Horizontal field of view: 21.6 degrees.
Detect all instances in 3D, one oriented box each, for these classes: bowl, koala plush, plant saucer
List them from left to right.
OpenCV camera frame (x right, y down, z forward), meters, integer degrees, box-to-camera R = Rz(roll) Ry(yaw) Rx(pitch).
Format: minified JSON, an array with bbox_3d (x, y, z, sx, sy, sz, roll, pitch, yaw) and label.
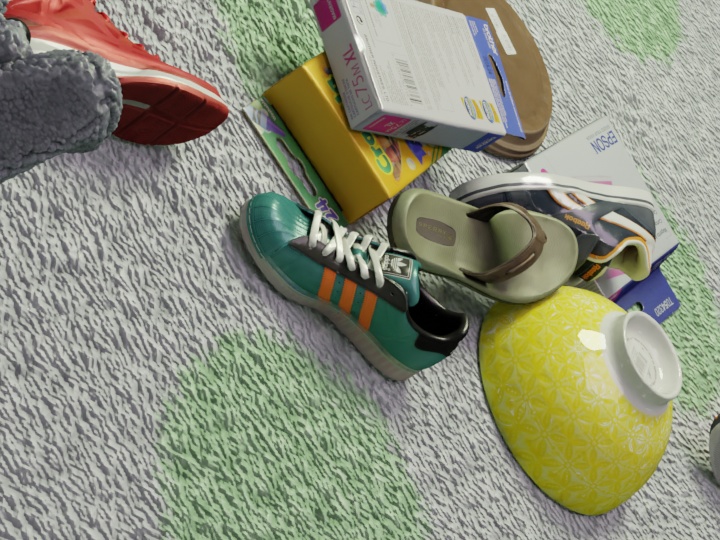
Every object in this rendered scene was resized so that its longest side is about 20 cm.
[{"bbox_3d":[-0.256,-0.111,1.106,0.178,0.183,0.200,57,-7,-8],"label":"koala plush"},{"bbox_3d":[0.114,-0.197,1.749,0.199,0.029,0.201,32,42,-34],"label":"plant saucer"},{"bbox_3d":[0.202,0.091,1.576,0.199,0.107,0.202,31,44,-35],"label":"bowl"}]

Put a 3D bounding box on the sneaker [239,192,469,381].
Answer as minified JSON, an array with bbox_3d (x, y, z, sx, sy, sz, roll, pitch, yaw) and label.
[{"bbox_3d":[0.000,0.000,1.408,0.200,0.080,0.072,40,39,-26],"label":"sneaker"}]

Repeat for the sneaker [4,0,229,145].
[{"bbox_3d":[-0.177,-0.164,1.311,0.199,0.078,0.117,16,54,-47],"label":"sneaker"}]

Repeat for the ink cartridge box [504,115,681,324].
[{"bbox_3d":[0.230,-0.032,1.763,0.201,0.043,0.196,58,34,0],"label":"ink cartridge box"}]

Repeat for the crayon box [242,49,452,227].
[{"bbox_3d":[0.001,-0.121,1.528,0.126,0.051,0.200,56,35,-5],"label":"crayon box"}]

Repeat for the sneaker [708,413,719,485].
[{"bbox_3d":[0.383,0.164,1.794,0.200,0.077,0.113,45,31,-39],"label":"sneaker"}]

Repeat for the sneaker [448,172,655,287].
[{"bbox_3d":[0.171,-0.034,1.625,0.198,0.078,0.080,4,68,-24],"label":"sneaker"}]

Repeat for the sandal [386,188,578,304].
[{"bbox_3d":[0.107,-0.021,1.511,0.200,0.057,0.081,9,72,-42],"label":"sandal"}]

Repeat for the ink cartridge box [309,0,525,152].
[{"bbox_3d":[0.050,-0.162,1.540,0.199,0.042,0.120,4,62,-48],"label":"ink cartridge box"}]
